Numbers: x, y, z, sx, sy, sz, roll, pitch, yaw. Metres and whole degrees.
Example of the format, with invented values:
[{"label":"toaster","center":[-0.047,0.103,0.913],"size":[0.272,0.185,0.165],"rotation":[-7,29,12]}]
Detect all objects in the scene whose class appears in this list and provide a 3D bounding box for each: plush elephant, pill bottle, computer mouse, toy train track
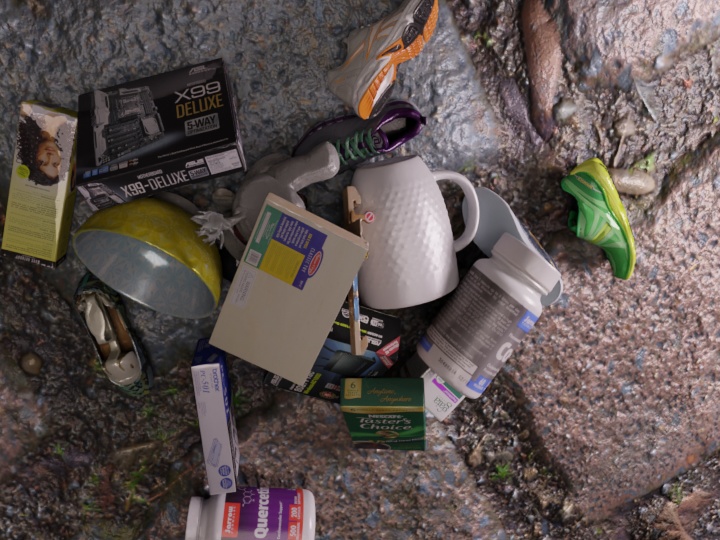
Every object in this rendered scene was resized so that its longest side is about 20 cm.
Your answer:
[{"label":"plush elephant","center":[-0.122,-0.056,0.820],"size":[0.193,0.155,0.171],"rotation":[-10,85,-17]},{"label":"pill bottle","center":[0.173,0.059,0.848],"size":[0.112,0.114,0.202],"rotation":[33,99,-16]},{"label":"pill bottle","center":[-0.171,0.399,0.980],"size":[0.193,0.113,0.116],"rotation":[6,106,-10]},{"label":"computer mouse","center":[-0.115,0.007,0.912],"size":[0.193,0.034,0.061],"rotation":[12,104,-12]},{"label":"toy train track","center":[0.000,0.000,0.782],"size":[0.031,0.114,0.208],"rotation":[-1,86,-16]}]

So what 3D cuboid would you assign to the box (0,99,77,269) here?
[{"label":"box","center":[-0.415,-0.111,0.824],"size":[0.073,0.050,0.206],"rotation":[12,105,-11]}]

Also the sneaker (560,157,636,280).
[{"label":"sneaker","center":[0.359,-0.073,0.947],"size":[0.082,0.075,0.203],"rotation":[-20,114,25]}]

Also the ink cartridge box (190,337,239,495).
[{"label":"ink cartridge box","center":[-0.212,0.213,0.928],"size":[0.043,0.094,0.207],"rotation":[-6,108,-6]}]

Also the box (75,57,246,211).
[{"label":"box","center":[-0.247,-0.172,0.777],"size":[0.193,0.161,0.050],"rotation":[-15,147,-2]}]

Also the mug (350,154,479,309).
[{"label":"mug","center":[0.075,-0.066,0.863],"size":[0.194,0.147,0.181],"rotation":[-16,105,-13]}]

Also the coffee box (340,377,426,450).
[{"label":"coffee box","center":[0.038,0.214,0.919],"size":[0.118,0.045,0.202],"rotation":[0,148,5]}]

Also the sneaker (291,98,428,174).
[{"label":"sneaker","center":[-0.005,-0.177,0.843],"size":[0.195,0.088,0.076],"rotation":[-26,109,0]}]

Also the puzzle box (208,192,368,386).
[{"label":"puzzle box","center":[-0.086,0.027,0.740],"size":[0.130,0.026,0.204],"rotation":[25,112,-6]}]

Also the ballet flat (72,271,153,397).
[{"label":"ballet flat","center":[-0.354,0.103,0.888],"size":[0.072,0.074,0.206],"rotation":[-19,109,-2]}]

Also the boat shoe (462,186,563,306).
[{"label":"boat shoe","center":[0.226,-0.035,0.934],"size":[0.070,0.091,0.202],"rotation":[-39,81,18]}]

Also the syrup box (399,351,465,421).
[{"label":"syrup box","center":[0.156,0.122,0.961],"size":[0.078,0.082,0.201],"rotation":[41,97,-15]}]

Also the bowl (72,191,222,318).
[{"label":"bowl","center":[-0.261,-0.036,0.827],"size":[0.196,0.200,0.110],"rotation":[27,60,-14]}]

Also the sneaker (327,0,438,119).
[{"label":"sneaker","center":[0.026,-0.304,0.820],"size":[0.091,0.076,0.203],"rotation":[32,82,22]}]

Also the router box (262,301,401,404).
[{"label":"router box","center":[-0.045,0.116,0.881],"size":[0.145,0.064,0.201],"rotation":[17,145,-11]}]
